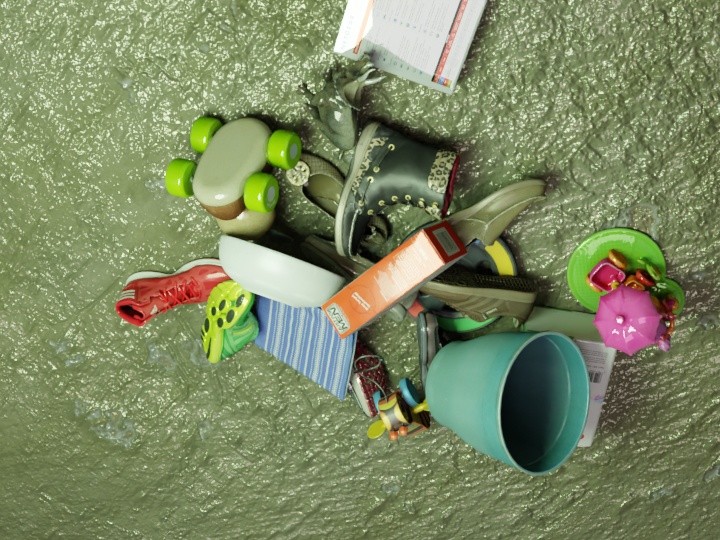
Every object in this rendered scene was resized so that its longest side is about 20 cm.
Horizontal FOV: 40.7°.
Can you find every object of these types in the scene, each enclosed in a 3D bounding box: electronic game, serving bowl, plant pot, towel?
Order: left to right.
[{"bbox_3d":[-0.122,0.011,1.439,0.197,0.200,0.067,19,86,-2],"label":"serving bowl"},{"bbox_3d":[-0.093,0.105,1.549,0.199,0.024,0.146,29,126,28],"label":"towel"},{"bbox_3d":[0.145,0.010,1.506,0.197,0.042,0.203,3,120,6],"label":"electronic game"},{"bbox_3d":[0.204,0.181,1.430,0.187,0.200,0.202,5,130,51],"label":"plant pot"}]

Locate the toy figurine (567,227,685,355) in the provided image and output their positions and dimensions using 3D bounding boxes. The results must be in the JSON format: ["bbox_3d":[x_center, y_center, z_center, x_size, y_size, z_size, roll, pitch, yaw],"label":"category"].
[{"bbox_3d":[0.402,0.061,1.415,0.199,0.185,0.151,34,118,-12],"label":"toy figurine"}]

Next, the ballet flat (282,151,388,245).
[{"bbox_3d":[-0.037,-0.104,1.464,0.200,0.047,0.067,41,116,-14],"label":"ballet flat"}]

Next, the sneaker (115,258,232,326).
[{"bbox_3d":[-0.296,0.047,1.545,0.197,0.116,0.079,-12,117,15],"label":"sneaker"}]

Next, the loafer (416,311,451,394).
[{"bbox_3d":[0.123,0.127,1.541,0.062,0.073,0.201,-7,142,0],"label":"loafer"}]

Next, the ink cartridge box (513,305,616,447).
[{"bbox_3d":[0.315,0.169,1.544,0.143,0.084,0.202,8,120,4],"label":"ink cartridge box"}]

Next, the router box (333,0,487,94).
[{"bbox_3d":[0.076,-0.363,1.303,0.177,0.049,0.202,20,120,-3],"label":"router box"}]

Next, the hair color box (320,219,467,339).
[{"bbox_3d":[0.048,0.013,1.381,0.199,0.101,0.062,-38,83,26],"label":"hair color box"}]

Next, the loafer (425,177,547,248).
[{"bbox_3d":[0.187,-0.071,1.415,0.198,0.076,0.068,-27,85,10],"label":"loafer"}]

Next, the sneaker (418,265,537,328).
[{"bbox_3d":[0.166,0.045,1.460,0.197,0.071,0.076,10,117,-5],"label":"sneaker"}]

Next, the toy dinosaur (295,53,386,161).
[{"bbox_3d":[-0.034,-0.215,1.360,0.076,0.102,0.202,-23,142,-29],"label":"toy dinosaur"}]

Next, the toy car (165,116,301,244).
[{"bbox_3d":[-0.167,-0.110,1.445,0.162,0.159,0.201,12,149,22],"label":"toy car"}]

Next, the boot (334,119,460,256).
[{"bbox_3d":[0.051,-0.102,1.397,0.149,0.073,0.203,17,94,14],"label":"boot"}]

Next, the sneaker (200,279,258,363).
[{"bbox_3d":[-0.202,0.074,1.559,0.083,0.075,0.201,-15,155,-31],"label":"sneaker"}]

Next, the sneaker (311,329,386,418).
[{"bbox_3d":[-0.022,0.153,1.594,0.074,0.081,0.202,-19,107,35],"label":"sneaker"}]

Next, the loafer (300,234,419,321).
[{"bbox_3d":[0.000,0.000,1.504,0.199,0.063,0.072,35,165,11],"label":"loafer"}]

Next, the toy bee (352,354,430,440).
[{"bbox_3d":[0.054,0.229,1.535,0.198,0.110,0.131,20,130,-36],"label":"toy bee"}]
